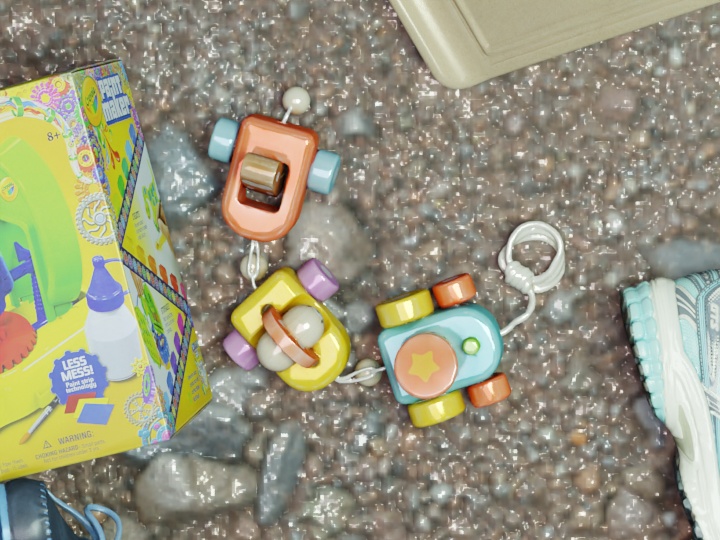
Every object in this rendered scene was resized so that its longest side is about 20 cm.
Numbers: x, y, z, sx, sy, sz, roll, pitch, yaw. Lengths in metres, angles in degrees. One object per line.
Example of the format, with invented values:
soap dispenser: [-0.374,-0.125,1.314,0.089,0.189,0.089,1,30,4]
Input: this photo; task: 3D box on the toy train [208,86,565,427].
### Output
toy train: [0.000,0.000,1.482,0.199,0.056,0.151,21,101,5]

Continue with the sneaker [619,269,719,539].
sneaker: [0.202,0.093,1.458,0.086,0.078,0.201,-19,95,7]

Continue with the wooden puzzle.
wooden puzzle: [0.081,-0.196,1.406,0.199,0.037,0.186,-18,112,37]

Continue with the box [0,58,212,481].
box: [-0.204,0.009,1.478,0.199,0.122,0.194,-15,95,10]

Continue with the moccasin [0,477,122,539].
moccasin: [-0.149,0.161,1.479,0.068,0.200,0.081,-6,62,0]
